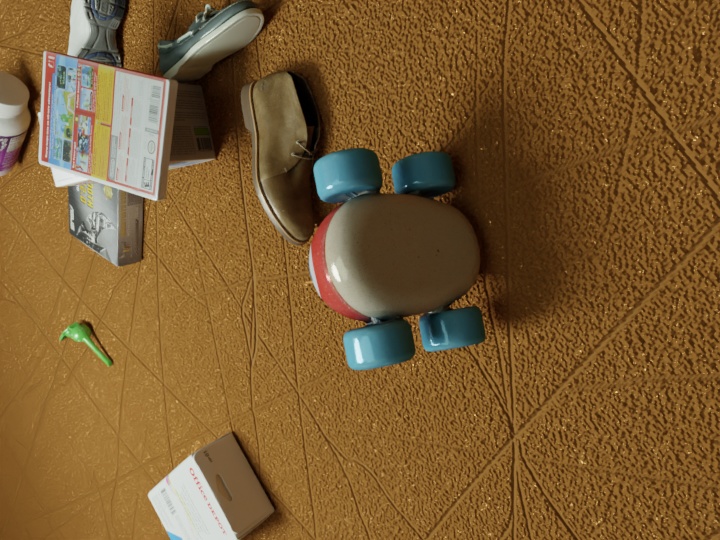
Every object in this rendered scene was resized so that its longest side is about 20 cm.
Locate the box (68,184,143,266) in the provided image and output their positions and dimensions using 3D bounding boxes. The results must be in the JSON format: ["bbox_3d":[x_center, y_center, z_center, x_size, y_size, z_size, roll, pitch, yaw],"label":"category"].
[{"bbox_3d":[-0.427,-0.129,0.969,0.158,0.048,0.202,28,119,31],"label":"box"}]

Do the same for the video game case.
[{"bbox_3d":[-0.318,-0.181,0.720,0.198,0.017,0.144,18,107,18],"label":"video game case"}]

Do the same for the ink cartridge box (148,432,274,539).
[{"bbox_3d":[-0.246,0.376,0.944,0.200,0.084,0.145,-43,75,40],"label":"ink cartridge box"}]

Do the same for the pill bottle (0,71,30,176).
[{"bbox_3d":[-0.700,-0.279,1.109,0.200,0.112,0.113,-41,76,39],"label":"pill bottle"}]

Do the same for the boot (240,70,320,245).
[{"bbox_3d":[-0.080,-0.131,0.675,0.075,0.073,0.202,-12,93,31],"label":"boot"}]

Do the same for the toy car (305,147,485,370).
[{"bbox_3d":[0.000,0.000,0.590,0.199,0.176,0.186,-19,80,53],"label":"toy car"}]

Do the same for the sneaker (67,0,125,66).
[{"bbox_3d":[-0.407,-0.357,0.885,0.087,0.074,0.201,43,120,36],"label":"sneaker"}]

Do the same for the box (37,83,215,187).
[{"bbox_3d":[-0.318,-0.182,0.792,0.198,0.112,0.102,-6,100,25],"label":"box"}]

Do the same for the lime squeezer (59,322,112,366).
[{"bbox_3d":[-0.570,0.135,1.181,0.199,0.038,0.071,12,141,36],"label":"lime squeezer"}]

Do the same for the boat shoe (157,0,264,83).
[{"bbox_3d":[-0.194,-0.291,0.716,0.199,0.073,0.062,-12,99,46],"label":"boat shoe"}]
